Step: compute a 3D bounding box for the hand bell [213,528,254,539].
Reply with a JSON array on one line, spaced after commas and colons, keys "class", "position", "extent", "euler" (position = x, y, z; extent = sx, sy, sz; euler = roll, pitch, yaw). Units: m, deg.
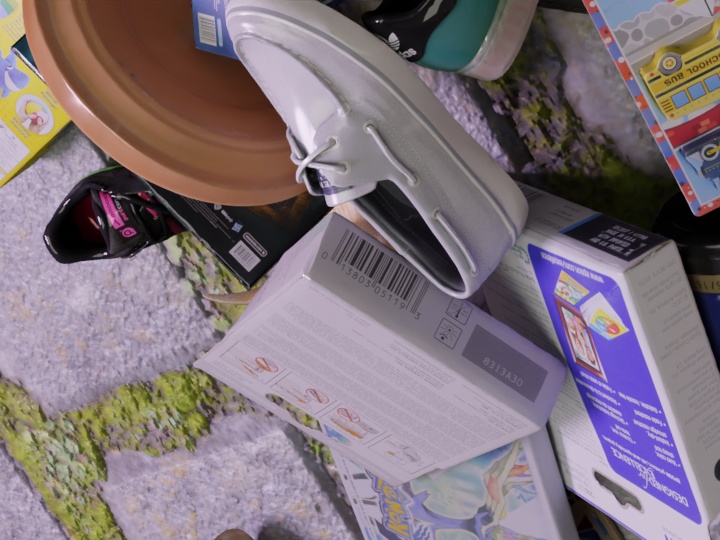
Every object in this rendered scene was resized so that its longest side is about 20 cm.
[{"class": "hand bell", "position": [-0.014, 0.253, 1.136], "extent": [0.200, 0.104, 0.104], "euler": [6, 122, 26]}]

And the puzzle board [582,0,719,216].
[{"class": "puzzle board", "position": [0.216, -0.125, 0.731], "extent": [0.200, 0.017, 0.151], "euler": [-27, 119, 12]}]

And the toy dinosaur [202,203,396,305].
[{"class": "toy dinosaur", "position": [0.000, 0.000, 1.008], "extent": [0.200, 0.058, 0.101], "euler": [-33, 84, 33]}]

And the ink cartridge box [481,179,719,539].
[{"class": "ink cartridge box", "position": [0.136, 0.056, 0.888], "extent": [0.198, 0.043, 0.200], "euler": [30, 144, 63]}]

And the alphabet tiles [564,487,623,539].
[{"class": "alphabet tiles", "position": [0.114, 0.204, 1.089], "extent": [0.167, 0.008, 0.200], "euler": [-25, 105, 39]}]

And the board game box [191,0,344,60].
[{"class": "board game box", "position": [-0.039, -0.226, 0.819], "extent": [0.034, 0.135, 0.200], "euler": [19, 128, 29]}]

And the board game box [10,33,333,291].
[{"class": "board game box", "position": [-0.088, -0.105, 0.943], "extent": [0.200, 0.135, 0.028], "euler": [46, 175, -2]}]

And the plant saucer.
[{"class": "plant saucer", "position": [-0.084, -0.128, 0.866], "extent": [0.200, 0.200, 0.032], "euler": [45, 135, -1]}]

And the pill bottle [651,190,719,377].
[{"class": "pill bottle", "position": [0.234, 0.048, 0.846], "extent": [0.112, 0.112, 0.200], "euler": [-7, 114, 34]}]

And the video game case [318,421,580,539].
[{"class": "video game case", "position": [0.064, 0.164, 1.048], "extent": [0.182, 0.022, 0.200], "euler": [7, 128, 40]}]

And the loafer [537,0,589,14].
[{"class": "loafer", "position": [0.127, -0.162, 0.802], "extent": [0.200, 0.072, 0.073], "euler": [1, 120, 31]}]

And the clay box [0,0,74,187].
[{"class": "clay box", "position": [-0.211, -0.151, 1.031], "extent": [0.200, 0.048, 0.115], "euler": [-34, 98, 39]}]

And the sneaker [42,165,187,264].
[{"class": "sneaker", "position": [-0.128, -0.045, 1.023], "extent": [0.200, 0.084, 0.077], "euler": [-25, 105, 38]}]

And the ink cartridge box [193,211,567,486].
[{"class": "ink cartridge box", "position": [0.005, 0.055, 0.935], "extent": [0.161, 0.050, 0.200], "euler": [33, 155, -11]}]

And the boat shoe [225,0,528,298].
[{"class": "boat shoe", "position": [0.001, -0.061, 0.808], "extent": [0.200, 0.069, 0.072], "euler": [44, 153, -29]}]

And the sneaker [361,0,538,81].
[{"class": "sneaker", "position": [0.057, -0.196, 0.769], "extent": [0.071, 0.080, 0.200], "euler": [26, 103, 63]}]
